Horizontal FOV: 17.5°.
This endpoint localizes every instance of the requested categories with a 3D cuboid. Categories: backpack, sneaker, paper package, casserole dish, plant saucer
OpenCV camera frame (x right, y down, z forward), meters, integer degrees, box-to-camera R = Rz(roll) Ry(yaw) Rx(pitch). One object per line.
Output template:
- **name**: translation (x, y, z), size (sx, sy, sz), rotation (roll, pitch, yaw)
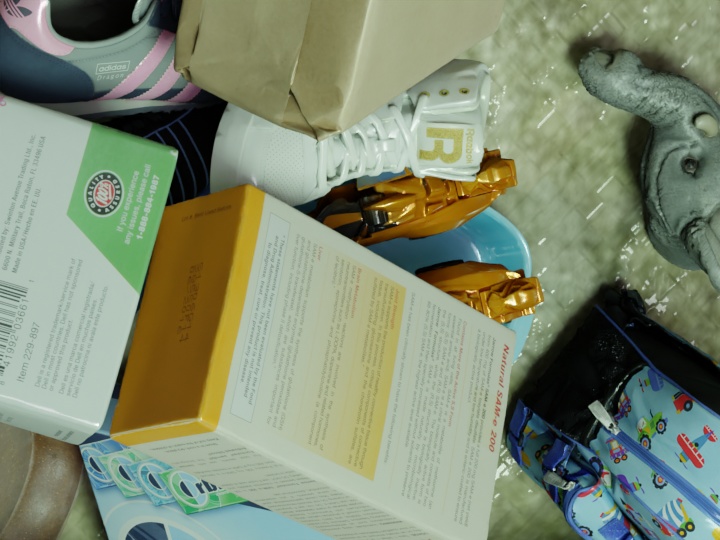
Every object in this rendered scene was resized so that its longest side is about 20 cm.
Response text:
- **backpack**: translation (0.203, 0.130, 1.403), size (0.182, 0.200, 0.135), rotation (39, 93, -31)
- **sneaker**: translation (-0.104, -0.128, 1.200), size (0.200, 0.070, 0.082), rotation (-17, 153, -39)
- **paper package**: translation (0.007, -0.191, 1.175), size (0.200, 0.103, 0.191), rotation (-37, 145, -56)
- **casserole dish**: translation (0.012, 0.000, 1.349), size (0.200, 0.039, 0.122), rotation (26, 80, -28)
- **plant saucer**: translation (-0.230, 0.143, 1.276), size (0.200, 0.034, 0.201), rotation (-44, 154, -28)
- **sneaker**: translation (0.005, -0.074, 1.224), size (0.115, 0.200, 0.074), rotation (11, 119, 19)
- **sneaker**: translation (-0.117, -0.057, 1.240), size (0.078, 0.070, 0.200), rotation (47, 60, -28)

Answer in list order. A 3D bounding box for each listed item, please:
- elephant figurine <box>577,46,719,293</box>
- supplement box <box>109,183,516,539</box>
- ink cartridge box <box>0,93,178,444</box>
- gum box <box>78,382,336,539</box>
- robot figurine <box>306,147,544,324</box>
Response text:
- **elephant figurine**: translation (0.227, -0.044, 1.400), size (0.199, 0.156, 0.142), rotation (-5, 156, -9)
- **supplement box**: translation (-0.019, 0.057, 1.170), size (0.200, 0.073, 0.126), rotation (30, 61, -37)
- **ink cartridge box**: translation (-0.206, -0.014, 1.131), size (0.199, 0.087, 0.146), rotation (17, 78, -11)
- **gum box**: translation (-0.062, 0.167, 1.319), size (0.045, 0.169, 0.201), rotation (-48, 138, -42)
- **robot figurine**: translation (0.000, 0.000, 1.285), size (0.199, 0.058, 0.146), rotation (-16, 96, -29)
